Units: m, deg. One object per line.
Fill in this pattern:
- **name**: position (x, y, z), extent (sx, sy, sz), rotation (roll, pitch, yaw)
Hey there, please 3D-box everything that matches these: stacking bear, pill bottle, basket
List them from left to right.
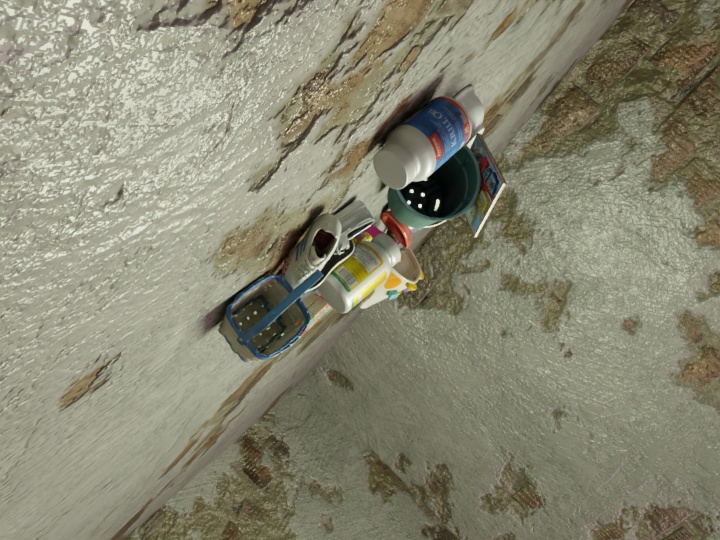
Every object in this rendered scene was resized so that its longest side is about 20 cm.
- **basket**: position (-0.167, 0.082, 1.062), extent (0.176, 0.139, 0.200), rotation (-41, 179, -40)
- **pill bottle**: position (0.000, 0.000, 1.324), extent (0.200, 0.113, 0.113), rotation (-40, 171, -25)
- **stacking bear**: position (0.172, -0.182, 1.613), extent (0.200, 0.122, 0.114), rotation (-39, 165, -9)
- **pill bottle**: position (0.117, -0.242, 1.072), extent (0.200, 0.112, 0.112), rotation (-44, 172, -29)

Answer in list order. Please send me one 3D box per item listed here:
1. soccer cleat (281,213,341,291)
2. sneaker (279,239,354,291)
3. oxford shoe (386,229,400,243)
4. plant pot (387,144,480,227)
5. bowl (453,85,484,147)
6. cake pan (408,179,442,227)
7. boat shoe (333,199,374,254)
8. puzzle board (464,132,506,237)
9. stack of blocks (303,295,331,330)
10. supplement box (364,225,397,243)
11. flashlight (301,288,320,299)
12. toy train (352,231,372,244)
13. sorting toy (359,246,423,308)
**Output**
- **soccer cleat**: position (-0.103, -0.021, 1.093), extent (0.201, 0.069, 0.087), rotation (-58, -162, 23)
- **sneaker**: position (-0.104, -0.005, 1.234), extent (0.199, 0.073, 0.085), rotation (-33, -173, -26)
- **oxford shoe**: position (0.114, -0.142, 1.828), extent (0.084, 0.073, 0.200), rotation (-23, 157, -33)
- **plant pot**: position (0.152, -0.192, 1.306), extent (0.200, 0.200, 0.196), rotation (-45, -179, -13)
- **bowl**: position (0.235, -0.335, 1.345), extent (0.201, 0.090, 0.201), rotation (-47, 172, -8)
- **cake pan**: position (0.188, -0.211, 1.497), extent (0.201, 0.200, 0.037), rotation (-49, -144, 15)
- **boat shoe**: position (-0.050, -0.071, 1.190), extent (0.200, 0.069, 0.072), rotation (-39, 171, -32)
- **puzzle board**: position (0.262, -0.197, 1.266), extent (0.201, 0.017, 0.151), rotation (-99, -156, -46)
- **stack of blocks**: position (-0.108, 0.078, 1.523), extent (0.200, 0.058, 0.115), rotation (-43, 169, -37)
- **supplement box**: position (0.043, -0.055, 1.647), extent (0.102, 0.103, 0.200), rotation (-57, 172, -3)
- **flashlight**: position (-0.129, 0.035, 1.361), extent (0.068, 0.068, 0.200), rotation (-39, 171, 18)
- **toy train**: position (-0.044, -0.052, 1.417), extent (0.150, 0.056, 0.200), rotation (-47, 170, 11)
- **sorting toy**: position (0.078, 0.042, 1.619), extent (0.180, 0.107, 0.200), rotation (-39, -178, 27)
